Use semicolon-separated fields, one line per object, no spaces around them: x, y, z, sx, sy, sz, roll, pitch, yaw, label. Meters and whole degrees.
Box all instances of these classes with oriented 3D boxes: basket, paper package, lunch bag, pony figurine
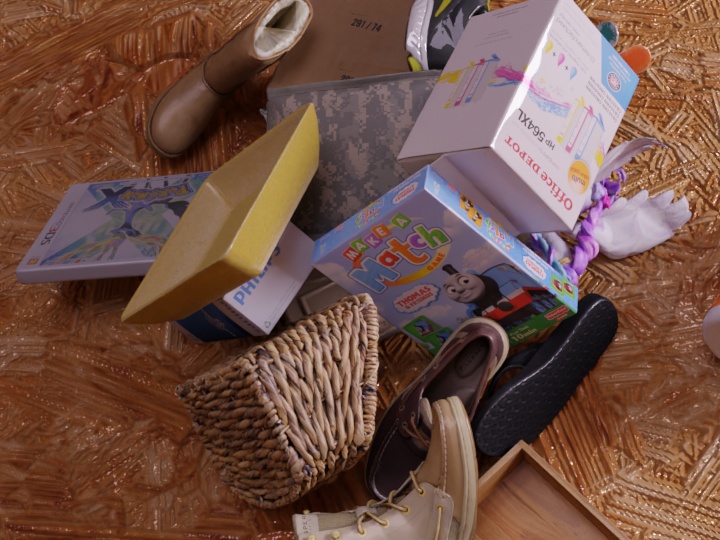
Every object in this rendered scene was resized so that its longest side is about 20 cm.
-0.053;0.124;1.062;0.149;0.200;0.143;-28;91;-30;basket
0.018;-0.223;1.310;0.199;0.104;0.191;13;64;20;paper package
0.000;-0.108;1.165;0.199;0.118;0.165;-2;92;16;lunch bag
0.209;-0.068;1.152;0.193;0.167;0.200;-37;46;8;pony figurine

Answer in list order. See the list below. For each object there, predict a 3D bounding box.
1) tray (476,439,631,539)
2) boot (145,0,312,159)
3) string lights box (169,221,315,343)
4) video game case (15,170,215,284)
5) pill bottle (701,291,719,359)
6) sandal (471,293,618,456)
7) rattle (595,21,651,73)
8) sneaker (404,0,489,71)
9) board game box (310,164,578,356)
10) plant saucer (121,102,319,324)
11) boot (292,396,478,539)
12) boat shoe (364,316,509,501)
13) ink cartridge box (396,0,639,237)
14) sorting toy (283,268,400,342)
0.178;0.252;1.014;0.099;0.037;0.200;-41;57;-12;tray
-0.154;-0.219;1.303;0.200;0.066;0.176;-15;41;58;boot
-0.124;0.012;1.153;0.103;0.059;0.200;-56;19;-20;string lights box
-0.256;-0.050;1.278;0.199;0.022;0.183;-4;34;12;video game case
0.409;0.001;1.065;0.114;0.114;0.200;26;68;27;pill bottle
0.168;0.100;1.099;0.200;0.076;0.048;-42;37;-22;sandal
0.185;-0.176;1.206;0.199;0.131;0.143;12;49;42;rattle
0.102;-0.288;1.232;0.084;0.075;0.201;7;71;12;sneaker
0.077;0.005;1.063;0.151;0.200;0.037;-32;32;38;board game box
-0.119;-0.040;1.074;0.200;0.048;0.201;-28;29;48;plant saucer
0.019;0.205;0.991;0.154;0.201;0.073;1;14;-3;boot
0.065;0.132;1.053;0.072;0.072;0.200;37;100;3;boat shoe
0.141;-0.127;1.058;0.125;0.128;0.201;-3;55;52;ink cartridge box
0.000;0.000;1.220;0.184;0.037;0.200;-26;52;-3;sorting toy
